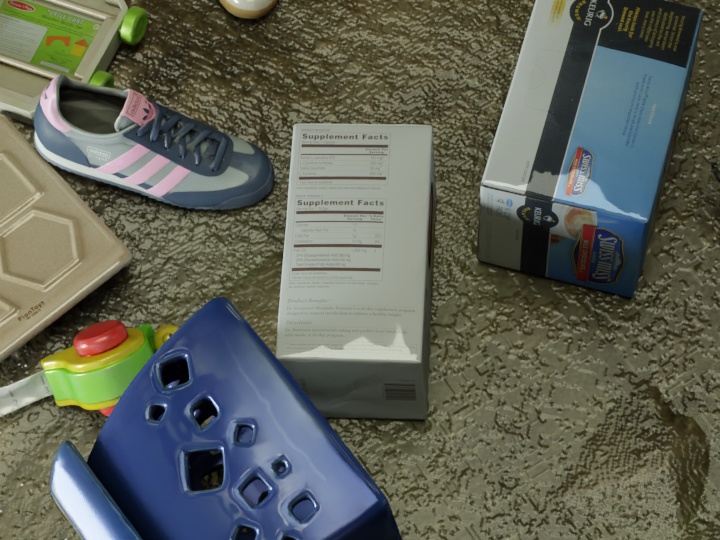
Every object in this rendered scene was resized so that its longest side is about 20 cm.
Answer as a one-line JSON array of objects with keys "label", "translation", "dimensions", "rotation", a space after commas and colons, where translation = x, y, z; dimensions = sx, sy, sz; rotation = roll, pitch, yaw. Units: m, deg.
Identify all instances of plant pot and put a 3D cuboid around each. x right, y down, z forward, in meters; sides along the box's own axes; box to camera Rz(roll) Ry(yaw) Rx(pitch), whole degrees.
[{"label": "plant pot", "translation": [-0.096, 0.171, 1.393], "dimensions": [0.180, 0.200, 0.200], "rotation": [-37, 68, -8]}]

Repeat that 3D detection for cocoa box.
[{"label": "cocoa box", "translation": [0.179, -0.105, 1.549], "dimensions": [0.131, 0.133, 0.201], "rotation": [14, 65, 9]}]

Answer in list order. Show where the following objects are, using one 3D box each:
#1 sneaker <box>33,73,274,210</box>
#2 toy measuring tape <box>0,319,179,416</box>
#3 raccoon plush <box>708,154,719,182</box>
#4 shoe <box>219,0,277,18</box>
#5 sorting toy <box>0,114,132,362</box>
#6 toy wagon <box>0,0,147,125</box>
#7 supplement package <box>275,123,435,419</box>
[{"label": "sneaker", "translation": [-0.164, -0.104, 1.584], "dimensions": [0.199, 0.082, 0.070], "rotation": [11, 58, -3]}, {"label": "toy measuring tape", "translation": [-0.223, 0.089, 1.501], "dimensions": [0.199, 0.074, 0.074], "rotation": [-23, 65, -11]}, {"label": "raccoon plush", "translation": [0.309, -0.007, 1.523], "dimensions": [0.134, 0.097, 0.200], "rotation": [22, 66, 22]}, {"label": "shoe", "translation": [-0.101, -0.309, 1.708], "dimensions": [0.070, 0.053, 0.201], "rotation": [-4, 63, 1]}, {"label": "sorting toy", "translation": [-0.307, -0.013, 1.583], "dimensions": [0.185, 0.037, 0.200], "rotation": [-39, 64, -16]}, {"label": "toy wagon", "translation": [-0.259, -0.217, 1.678], "dimensions": [0.155, 0.040, 0.200], "rotation": [19, 65, 11]}, {"label": "supplement package", "translation": [0.000, 0.000, 1.515], "dimensions": [0.109, 0.114, 0.201], "rotation": [1, 64, 5]}]
